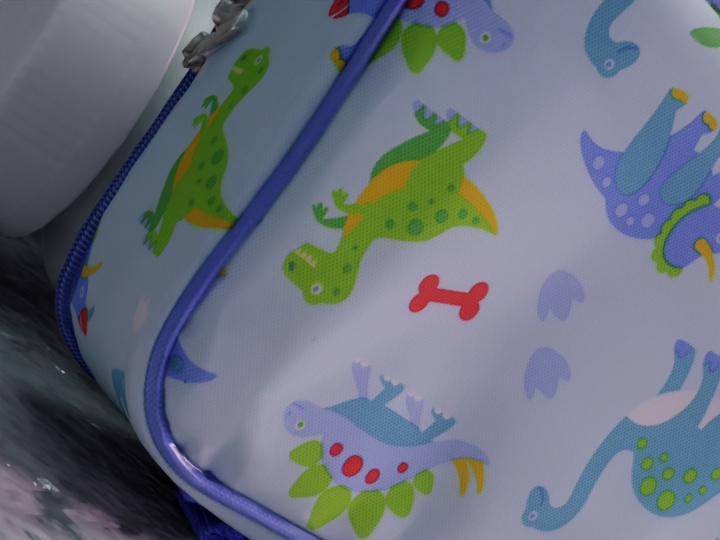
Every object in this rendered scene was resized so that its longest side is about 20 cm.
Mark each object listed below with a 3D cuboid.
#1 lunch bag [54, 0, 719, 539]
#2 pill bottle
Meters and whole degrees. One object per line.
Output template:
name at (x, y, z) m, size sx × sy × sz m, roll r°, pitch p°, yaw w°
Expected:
lunch bag at (0.040, 0.010, 0.457) m, size 0.199 × 0.161 × 0.082 m, roll 34°, pitch 1°, yaw -30°
pill bottle at (-0.017, -0.014, 0.537) m, size 0.199 × 0.110 × 0.110 m, roll 33°, pitch 7°, yaw -26°
